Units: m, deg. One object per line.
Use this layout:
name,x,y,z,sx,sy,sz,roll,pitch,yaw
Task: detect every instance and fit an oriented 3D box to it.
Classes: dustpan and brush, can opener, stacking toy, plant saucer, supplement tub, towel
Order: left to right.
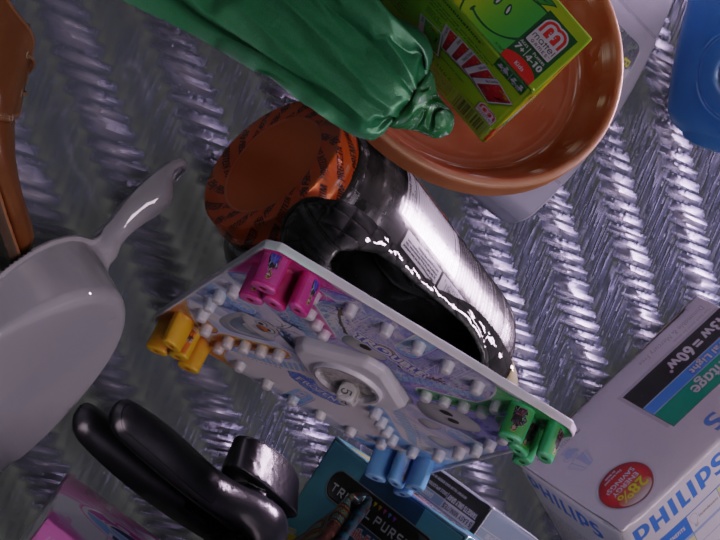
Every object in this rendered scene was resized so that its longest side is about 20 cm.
dustpan and brush,-0.160,0.013,0.967,0.200,0.057,0.140,-40,156,-16
can opener,-0.107,0.128,1.056,0.200,0.063,0.079,38,42,-46
towel,-0.071,0.205,0.980,0.022,0.200,0.147,39,57,-2
supplement tub,0.000,0.000,1.040,0.123,0.122,0.200,-47,127,-10
plant saucer,0.062,-0.137,1.022,0.198,0.032,0.202,8,67,-19
stacking toy,0.317,-0.143,1.232,0.199,0.116,0.111,-12,116,-46

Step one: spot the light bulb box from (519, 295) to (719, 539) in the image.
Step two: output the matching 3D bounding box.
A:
light bulb box,0.253,0.166,1.281,0.198,0.125,0.201,-40,125,-14

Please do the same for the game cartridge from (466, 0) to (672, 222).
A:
game cartridge,0.121,-0.137,1.126,0.133,0.041,0.201,35,87,-43

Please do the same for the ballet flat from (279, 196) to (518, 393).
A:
ballet flat,0.024,0.032,0.957,0.066,0.057,0.200,-41,127,10

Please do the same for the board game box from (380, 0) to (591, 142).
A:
board game box,0.030,-0.171,0.941,0.048,0.102,0.200,-41,89,-16

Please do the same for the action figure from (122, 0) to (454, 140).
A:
action figure,-0.030,-0.136,0.941,0.200,0.055,0.118,39,88,3

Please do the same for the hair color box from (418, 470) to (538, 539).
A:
hair color box,0.020,0.232,1.161,0.061,0.099,0.201,37,86,-39

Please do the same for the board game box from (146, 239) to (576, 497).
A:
board game box,-0.008,0.064,0.977,0.199,0.200,0.026,32,67,-15

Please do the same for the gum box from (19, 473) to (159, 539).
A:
gum box,-0.141,0.181,0.959,0.113,0.200,0.066,37,87,-5

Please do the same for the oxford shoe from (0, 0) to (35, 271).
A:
oxford shoe,-0.196,-0.093,0.903,0.071,0.071,0.202,-29,123,-33

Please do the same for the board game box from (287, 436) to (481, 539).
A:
board game box,-0.016,0.228,1.101,0.047,0.151,0.201,35,87,-39
